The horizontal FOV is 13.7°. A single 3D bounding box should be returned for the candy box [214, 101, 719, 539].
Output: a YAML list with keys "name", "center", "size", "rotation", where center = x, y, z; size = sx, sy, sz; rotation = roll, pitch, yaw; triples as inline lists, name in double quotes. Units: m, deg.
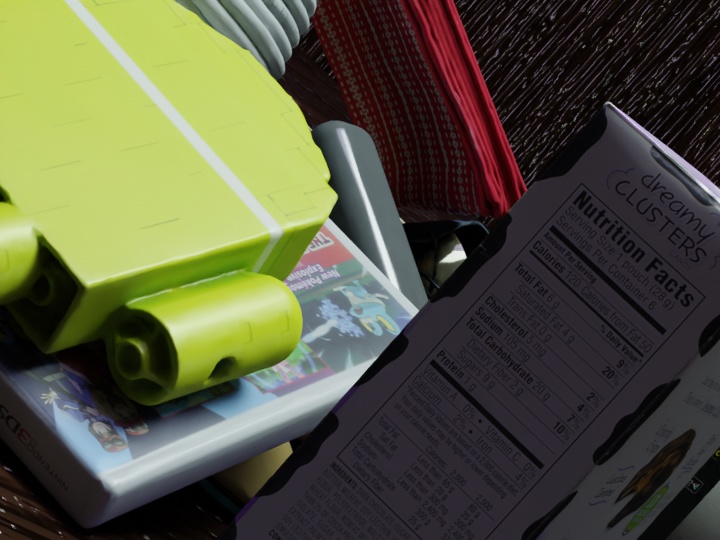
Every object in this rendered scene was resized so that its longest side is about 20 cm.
- name: "candy box"
  center: [0.048, 0.055, 0.911]
  size: [0.072, 0.200, 0.168]
  rotation: [43, 5, 15]

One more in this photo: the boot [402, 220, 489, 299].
- name: "boot"
  center: [0.000, 0.000, 1.228]
  size: [0.200, 0.097, 0.075]
  rotation: [9, 63, -80]

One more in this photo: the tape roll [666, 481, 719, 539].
- name: "tape roll"
  center: [0.117, 0.065, 1.322]
  size: [0.037, 0.203, 0.203]
  rotation: [39, 6, -25]

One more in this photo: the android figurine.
- name: "android figurine"
  center: [-0.088, -0.036, 0.957]
  size: [0.182, 0.041, 0.200]
  rotation: [47, 34, 18]

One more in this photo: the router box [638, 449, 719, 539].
- name: "router box"
  center: [0.074, 0.066, 1.281]
  size: [0.051, 0.149, 0.200]
  rotation: [39, 5, -27]

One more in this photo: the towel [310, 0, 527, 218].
- name: "towel"
  center: [0.012, -0.088, 1.254]
  size: [0.200, 0.022, 0.145]
  rotation: [-171, -121, -77]

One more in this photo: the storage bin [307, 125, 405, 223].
- name: "storage bin"
  center: [-0.087, -0.054, 1.395]
  size: [0.199, 0.094, 0.200]
  rotation: [46, 8, 39]

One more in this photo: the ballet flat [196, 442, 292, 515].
- name: "ballet flat"
  center: [-0.081, 0.014, 1.058]
  size: [0.200, 0.063, 0.069]
  rotation: [40, 7, -17]

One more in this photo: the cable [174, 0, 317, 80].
- name: "cable"
  center: [-0.099, -0.145, 1.138]
  size: [0.200, 0.069, 0.200]
  rotation: [45, -9, -34]

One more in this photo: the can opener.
- name: "can opener"
  center: [0.003, 0.035, 1.106]
  size: [0.066, 0.053, 0.201]
  rotation: [22, 45, -49]

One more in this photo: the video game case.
- name: "video game case"
  center: [-0.085, -0.010, 0.989]
  size: [0.182, 0.023, 0.200]
  rotation: [46, 31, 16]
